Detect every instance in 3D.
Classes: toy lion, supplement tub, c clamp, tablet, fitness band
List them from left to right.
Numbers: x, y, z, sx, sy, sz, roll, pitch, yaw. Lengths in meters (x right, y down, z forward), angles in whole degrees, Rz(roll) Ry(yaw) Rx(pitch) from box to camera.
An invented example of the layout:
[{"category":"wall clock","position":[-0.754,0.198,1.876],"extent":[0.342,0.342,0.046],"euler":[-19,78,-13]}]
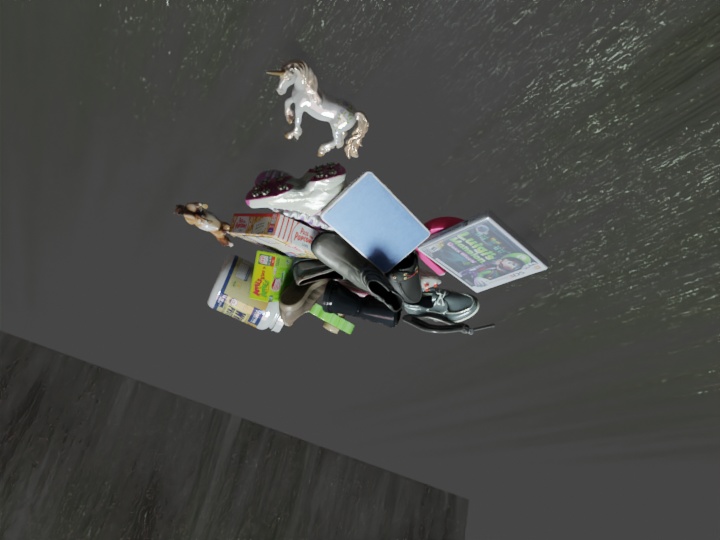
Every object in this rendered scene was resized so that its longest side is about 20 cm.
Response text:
[{"category":"supplement tub","position":[-0.275,0.061,1.464],"extent":[0.196,0.147,0.144],"euler":[25,150,-12]},{"category":"toy lion","position":[-0.092,0.113,1.487],"extent":[0.198,0.070,0.190],"euler":[32,174,-30]},{"category":"tablet","position":[0.031,-0.088,1.091],"extent":[0.129,0.014,0.199],"euler":[-39,125,16]},{"category":"c clamp","position":[0.201,0.131,1.412],"extent":[0.167,0.028,0.199],"euler":[-5,-169,-29]},{"category":"fitness band","position":[0.194,-0.042,1.192],"extent":[0.141,0.038,0.199],"euler":[-12,142,39]}]

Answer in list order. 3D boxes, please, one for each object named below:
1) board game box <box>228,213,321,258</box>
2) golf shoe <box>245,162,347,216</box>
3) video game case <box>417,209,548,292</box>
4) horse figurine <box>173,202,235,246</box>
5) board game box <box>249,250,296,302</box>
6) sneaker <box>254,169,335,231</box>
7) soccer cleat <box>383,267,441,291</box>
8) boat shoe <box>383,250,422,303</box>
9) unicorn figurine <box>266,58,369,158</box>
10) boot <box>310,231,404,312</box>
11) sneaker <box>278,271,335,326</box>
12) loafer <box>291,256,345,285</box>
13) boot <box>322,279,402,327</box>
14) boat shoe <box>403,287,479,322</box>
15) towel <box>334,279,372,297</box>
[{"category":"board game box","position":[-0.167,-0.071,1.210],"extent":[0.149,0.048,0.198],"euler":[23,170,-38]},{"category":"golf shoe","position":[-0.115,-0.133,1.067],"extent":[0.194,0.076,0.093],"euler":[-11,125,7]},{"category":"video game case","position":[0.242,-0.030,1.141],"extent":[0.198,0.024,0.180],"euler":[33,143,-30]},{"category":"horse figurine","position":[-0.340,-0.109,1.293],"extent":[0.131,0.051,0.198],"euler":[11,165,45]},{"category":"board game box","position":[-0.187,0.017,1.317],"extent":[0.046,0.105,0.200],"euler":[10,179,13]},{"category":"sneaker","position":[-0.121,-0.130,1.150],"extent":[0.196,0.082,0.088],"euler":[23,168,-10]},{"category":"soccer cleat","position":[0.098,0.002,1.289],"extent":[0.195,0.080,0.069],"euler":[5,160,-27]},{"category":"boat shoe","position":[0.086,-0.009,1.198],"extent":[0.063,0.073,0.205],"euler":[32,150,55]},{"category":"unicorn figurine","position":[-0.074,-0.258,0.913],"extent":[0.195,0.076,0.138],"euler":[10,145,-24]},{"category":"boot","position":[0.000,0.000,1.131],"extent":[0.198,0.068,0.131],"euler":[34,-176,-29]},{"category":"sneaker","position":[-0.124,0.049,1.335],"extent":[0.069,0.199,0.077],"euler":[27,133,22]},{"category":"loafer","position":[-0.056,0.002,1.301],"extent":[0.194,0.064,0.073],"euler":[-4,146,-8]},{"category":"boot","position":[0.010,0.080,1.357],"extent":[0.163,0.079,0.200],"euler":[10,173,16]},{"category":"boat shoe","position":[0.185,0.078,1.370],"extent":[0.196,0.075,0.062],"euler":[-1,153,35]},{"category":"towel","position":[-0.002,0.048,1.448],"extent":[0.143,0.031,0.200],"euler":[21,151,-10]}]
